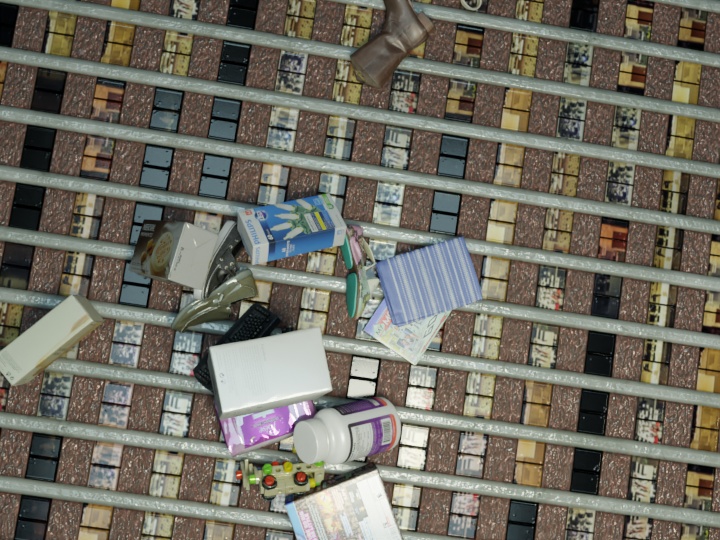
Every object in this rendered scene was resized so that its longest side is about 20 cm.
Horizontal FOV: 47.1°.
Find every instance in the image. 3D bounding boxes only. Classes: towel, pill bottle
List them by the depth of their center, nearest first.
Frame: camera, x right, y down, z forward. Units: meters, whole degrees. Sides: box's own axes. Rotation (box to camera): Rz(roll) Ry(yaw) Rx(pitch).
[{"bbox_3d":[-0.028,0.319,1.627,0.200,0.111,0.112,-5,84,-38],"label":"pill bottle"},{"bbox_3d":[0.143,0.024,1.728,0.199,0.024,0.145,-17,84,-7],"label":"towel"}]

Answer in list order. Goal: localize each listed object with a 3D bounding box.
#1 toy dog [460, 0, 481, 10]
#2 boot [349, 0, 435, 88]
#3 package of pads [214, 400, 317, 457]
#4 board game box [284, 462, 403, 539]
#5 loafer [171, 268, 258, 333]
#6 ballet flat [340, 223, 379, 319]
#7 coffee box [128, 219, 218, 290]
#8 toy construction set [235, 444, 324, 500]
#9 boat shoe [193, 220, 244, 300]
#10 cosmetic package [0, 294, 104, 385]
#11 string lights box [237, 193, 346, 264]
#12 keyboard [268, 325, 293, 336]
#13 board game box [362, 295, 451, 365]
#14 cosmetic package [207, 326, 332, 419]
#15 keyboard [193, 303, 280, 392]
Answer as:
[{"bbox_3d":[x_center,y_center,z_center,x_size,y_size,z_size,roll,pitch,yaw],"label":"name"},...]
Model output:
[{"bbox_3d":[0.230,-0.676,1.787,0.200,0.132,0.096,42,45,-4],"label":"toy dog"},{"bbox_3d":[0.033,-0.513,1.777,0.200,0.064,0.186,-45,87,-2],"label":"boot"},{"bbox_3d":[-0.186,0.291,1.679,0.199,0.076,0.121,-18,82,-6],"label":"package of pads"},{"bbox_3d":[-0.033,0.502,1.660,0.199,0.097,0.160,-20,87,-5],"label":"board game box"},{"bbox_3d":[-0.295,0.074,1.690,0.200,0.075,0.070,-34,91,-7],"label":"loafer"},{"bbox_3d":[0.000,0.000,1.728,0.071,0.069,0.201,-6,85,-23],"label":"ballet flat"},{"bbox_3d":[-0.371,-0.034,1.630,0.080,0.200,0.115,21,83,-36],"label":"coffee box"},{"bbox_3d":[-0.154,0.395,1.653,0.199,0.131,0.092,-15,130,-5],"label":"toy construction set"},{"bbox_3d":[-0.274,-0.017,1.673,0.066,0.070,0.200,17,49,5],"label":"boat shoe"},{"bbox_3d":[-0.621,0.138,1.650,0.200,0.105,0.071,-39,90,-5],"label":"cosmetic package"},{"bbox_3d":[-0.140,-0.086,1.679,0.199,0.059,0.103,-14,54,-21],"label":"string lights box"},{"bbox_3d":[-0.184,0.179,1.674,0.127,0.021,0.201,-18,59,1],"label":"keyboard"},{"bbox_3d":[0.114,0.081,1.742,0.134,0.029,0.200,34,84,-1],"label":"board game box"},{"bbox_3d":[-0.171,0.192,1.520,0.199,0.199,0.123,-11,80,-13],"label":"cosmetic package"},{"bbox_3d":[-0.237,0.165,1.660,0.127,0.021,0.200,32,72,28],"label":"keyboard"}]
